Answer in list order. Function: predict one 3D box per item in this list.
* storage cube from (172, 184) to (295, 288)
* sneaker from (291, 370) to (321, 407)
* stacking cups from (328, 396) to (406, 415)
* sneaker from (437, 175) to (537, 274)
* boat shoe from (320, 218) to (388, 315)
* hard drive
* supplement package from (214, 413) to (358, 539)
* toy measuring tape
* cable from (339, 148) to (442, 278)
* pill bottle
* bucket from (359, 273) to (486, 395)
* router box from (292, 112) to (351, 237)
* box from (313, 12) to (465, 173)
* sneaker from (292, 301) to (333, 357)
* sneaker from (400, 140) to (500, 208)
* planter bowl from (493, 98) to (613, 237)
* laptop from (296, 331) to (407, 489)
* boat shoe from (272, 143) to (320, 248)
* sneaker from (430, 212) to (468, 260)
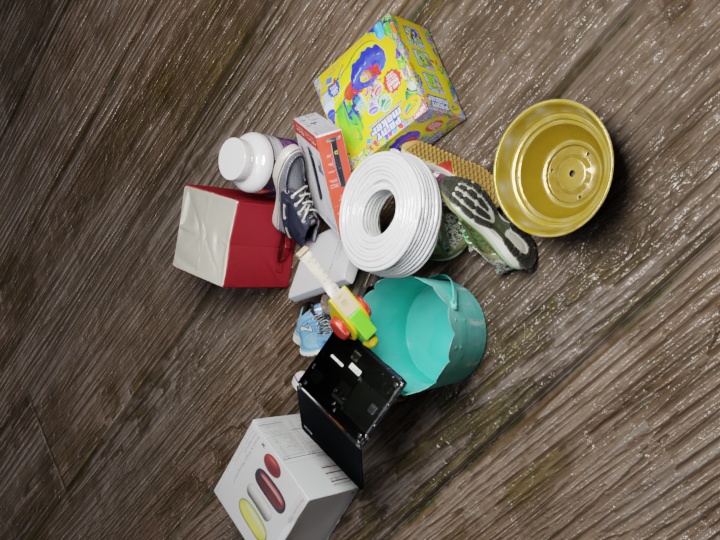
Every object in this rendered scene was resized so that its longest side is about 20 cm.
[{"bbox_3d":[-0.251,-0.067,1.684,0.197,0.178,0.175,19,101,38],"label":"storage cube"},{"bbox_3d":[-0.040,0.198,1.518,0.199,0.072,0.116,22,91,43],"label":"sneaker"},{"bbox_3d":[-0.002,0.248,1.540,0.199,0.060,0.062,-34,67,36],"label":"stacking cups"},{"bbox_3d":[0.186,-0.062,1.340,0.200,0.077,0.089,45,138,-3],"label":"sneaker"},{"bbox_3d":[0.000,0.000,1.538,0.203,0.073,0.074,-60,26,-1],"label":"boat shoe"},{"bbox_3d":[-0.057,-0.020,1.548,0.199,0.026,0.134,-19,48,54],"label":"hard drive"},{"bbox_3d":[-0.144,0.419,1.599,0.200,0.145,0.193,45,116,33],"label":"supplement package"},{"bbox_3d":[-0.041,0.049,1.371,0.073,0.074,0.201,-38,94,32],"label":"toy measuring tape"},{"bbox_3d":[0.047,-0.091,1.346,0.199,0.068,0.204,29,103,47],"label":"cable"},{"bbox_3d":[-0.174,-0.201,1.606,0.111,0.198,0.115,-1,88,40],"label":"pill bottle"},{"bbox_3d":[0.105,0.104,1.401,0.204,0.133,0.213,-2,87,39],"label":"bucket"},{"bbox_3d":[-0.059,-0.176,1.499,0.200,0.048,0.183,-131,26,-66],"label":"router box"},{"bbox_3d":[0.049,-0.300,1.470,0.199,0.121,0.196,-34,69,35],"label":"box"},{"bbox_3d":[-0.081,0.107,1.553,0.199,0.077,0.092,-154,67,-66],"label":"sneaker"},{"bbox_3d":[0.148,-0.140,1.409,0.198,0.075,0.091,32,133,19],"label":"sneaker"},{"bbox_3d":[0.306,-0.151,1.268,0.197,0.083,0.206,-1,89,41],"label":"planter bowl"},{"bbox_3d":[-0.017,0.231,1.417,0.176,0.103,0.202,37,92,35],"label":"laptop"},{"bbox_3d":[-0.111,-0.134,1.552,0.092,0.074,0.202,39,146,25],"label":"boat shoe"},{"bbox_3d":[0.098,-0.050,1.423,0.197,0.088,0.079,-17,80,27],"label":"sneaker"}]
